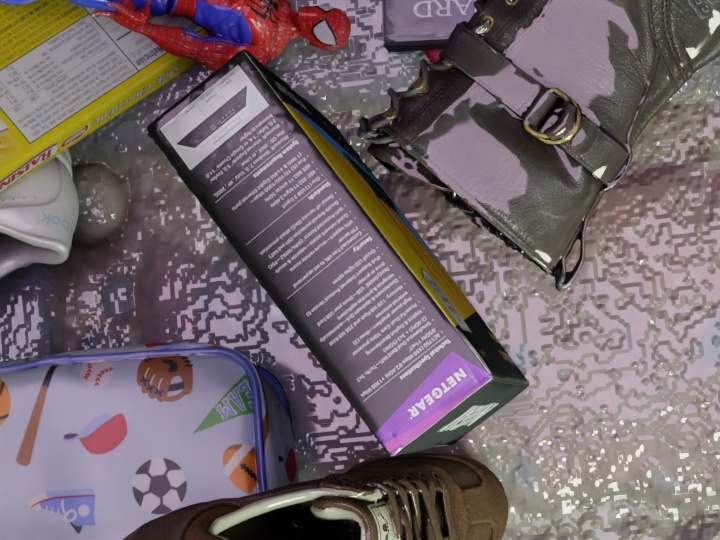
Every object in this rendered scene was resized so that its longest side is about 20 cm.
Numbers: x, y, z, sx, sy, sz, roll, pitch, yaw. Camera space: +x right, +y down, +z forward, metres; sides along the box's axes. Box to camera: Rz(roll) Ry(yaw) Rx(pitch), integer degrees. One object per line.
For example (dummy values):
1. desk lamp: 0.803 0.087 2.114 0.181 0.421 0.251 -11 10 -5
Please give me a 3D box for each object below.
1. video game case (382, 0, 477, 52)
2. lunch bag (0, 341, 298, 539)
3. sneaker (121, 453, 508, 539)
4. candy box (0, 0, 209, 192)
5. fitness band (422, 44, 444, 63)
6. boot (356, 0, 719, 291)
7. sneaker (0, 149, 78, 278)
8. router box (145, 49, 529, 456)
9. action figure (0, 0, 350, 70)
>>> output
1. video game case: 0.079 -0.200 0.773 0.142 0.019 0.201 -2 85 11
2. lunch bag: -0.125 0.118 0.770 0.199 0.076 0.161 -8 80 7
3. sneaker: -0.001 0.114 0.704 0.075 0.199 0.071 -20 82 51
4. candy box: -0.158 -0.097 0.783 0.200 0.026 0.102 -37 82 -25
5. fitness band: 0.080 -0.168 0.795 0.143 0.037 0.201 -14 81 6
6. boot: 0.062 -0.113 0.724 0.200 0.069 0.174 45 93 9
7. sneaker: -0.222 0.000 0.785 0.199 0.075 0.089 -23 48 4
8. router box: 0.000 0.000 0.705 0.051 0.200 0.149 -38 81 5
9. action figure: -0.098 -0.130 0.768 0.199 0.052 0.066 14 67 -19
